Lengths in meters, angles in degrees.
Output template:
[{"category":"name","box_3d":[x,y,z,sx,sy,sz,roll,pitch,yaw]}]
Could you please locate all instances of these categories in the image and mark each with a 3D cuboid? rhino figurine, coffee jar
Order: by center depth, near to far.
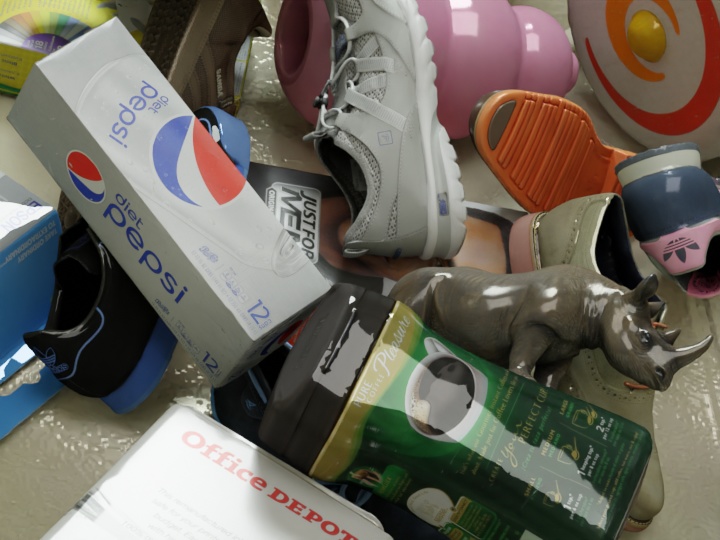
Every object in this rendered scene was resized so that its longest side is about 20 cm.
[{"category":"coffee jar","box_3d":[0.049,0.091,1.532,0.199,0.085,0.105,28,59,0]},{"category":"rhino figurine","box_3d":[0.101,0.036,1.615,0.199,0.060,0.088,0,62,16]}]

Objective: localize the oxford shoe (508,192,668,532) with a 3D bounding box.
[{"category":"oxford shoe","box_3d":[0.145,0.051,1.658,0.071,0.074,0.201,0,69,-54]}]

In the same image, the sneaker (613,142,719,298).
[{"category":"sneaker","box_3d":[0.205,-0.015,1.747,0.070,0.200,0.082,-20,72,18]}]

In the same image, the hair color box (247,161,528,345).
[{"category":"hair color box","box_3d":[0.000,0.000,1.717,0.199,0.061,0.102,10,44,-9]}]

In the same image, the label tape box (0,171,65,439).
[{"category":"label tape box","box_3d":[-0.248,0.000,1.639,0.200,0.066,0.143,32,45,18]}]

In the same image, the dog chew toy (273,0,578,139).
[{"category":"dog chew toy","box_3d":[0.048,-0.140,1.838,0.199,0.125,0.125,5,44,-23]}]

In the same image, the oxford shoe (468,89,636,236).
[{"category":"oxford shoe","box_3d":[0.111,-0.070,1.773,0.073,0.072,0.200,27,-1,35]}]

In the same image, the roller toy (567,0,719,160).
[{"category":"roller toy","box_3d":[0.229,-0.172,1.875,0.139,0.183,0.200,-21,55,-32]}]

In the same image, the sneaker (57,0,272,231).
[{"category":"sneaker","box_3d":[-0.112,-0.090,1.739,0.070,0.075,0.201,11,71,51]}]

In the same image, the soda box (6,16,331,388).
[{"category":"soda box","box_3d":[-0.108,-0.038,1.586,0.063,0.068,0.200,-34,81,-33]}]

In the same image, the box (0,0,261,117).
[{"category":"box","box_3d":[-0.170,-0.153,1.833,0.199,0.048,0.118,15,43,-5]}]

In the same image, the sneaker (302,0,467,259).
[{"category":"sneaker","box_3d":[0.003,-0.099,1.693,0.082,0.075,0.201,-9,66,-16]}]

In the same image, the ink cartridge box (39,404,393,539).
[{"category":"ink cartridge box","box_3d":[-0.097,0.183,1.483,0.146,0.084,0.200,31,44,14]}]

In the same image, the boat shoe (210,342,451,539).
[{"category":"boat shoe","box_3d":[-0.009,0.110,1.597,0.200,0.069,0.084,34,46,18]}]

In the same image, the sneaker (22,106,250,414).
[{"category":"sneaker","box_3d":[-0.128,-0.020,1.641,0.078,0.070,0.201,35,59,-29]}]
